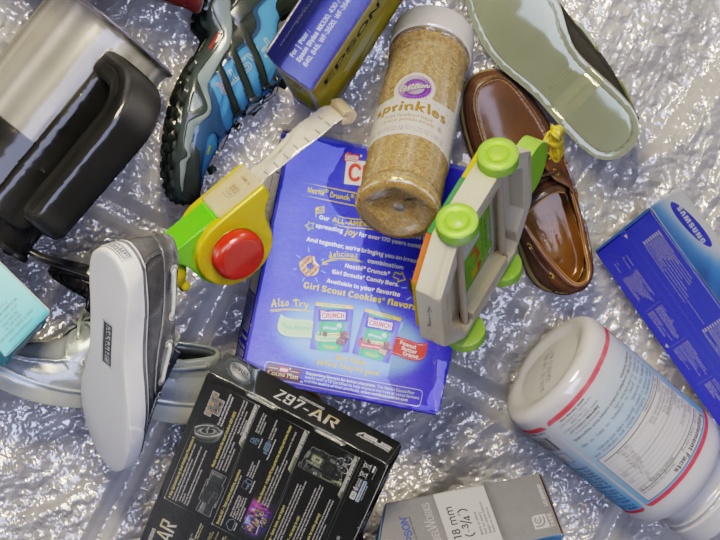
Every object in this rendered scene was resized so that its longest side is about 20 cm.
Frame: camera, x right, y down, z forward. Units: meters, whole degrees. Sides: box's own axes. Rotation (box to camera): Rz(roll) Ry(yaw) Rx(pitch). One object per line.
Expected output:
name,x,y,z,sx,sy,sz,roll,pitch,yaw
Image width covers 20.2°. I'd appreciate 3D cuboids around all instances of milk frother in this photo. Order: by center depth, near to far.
milk frother,-0.209,-0.083,1.569,0.188,0.180,0.200,-51,146,-2

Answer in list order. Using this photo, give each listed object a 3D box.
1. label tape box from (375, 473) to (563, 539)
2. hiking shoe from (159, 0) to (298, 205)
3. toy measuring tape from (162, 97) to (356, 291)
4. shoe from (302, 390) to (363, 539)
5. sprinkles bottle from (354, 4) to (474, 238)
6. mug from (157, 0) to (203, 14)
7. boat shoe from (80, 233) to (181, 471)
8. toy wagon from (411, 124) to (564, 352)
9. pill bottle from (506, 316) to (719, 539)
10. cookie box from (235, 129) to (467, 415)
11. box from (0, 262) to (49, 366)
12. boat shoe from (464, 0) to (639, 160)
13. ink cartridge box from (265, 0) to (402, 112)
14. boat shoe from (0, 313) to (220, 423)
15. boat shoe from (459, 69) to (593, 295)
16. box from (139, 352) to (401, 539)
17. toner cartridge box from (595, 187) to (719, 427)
label tape box,0.051,0.241,1.632,0.199,0.145,0.064,-10,56,-15
hiking shoe,-0.101,-0.144,1.596,0.086,0.074,0.201,16,89,-14
toy measuring tape,-0.075,-0.049,1.562,0.200,0.074,0.074,-40,102,-3
shoe,-0.045,0.188,1.665,0.070,0.053,0.201,-27,111,-46
sprinkles bottle,0.044,-0.118,1.578,0.068,0.068,0.201,24,48,-13
mug,-0.206,-0.278,1.517,0.199,0.178,0.134,10,94,-8
boat shoe,-0.168,0.061,1.534,0.068,0.072,0.201,-18,126,-35
toy wagon,0.100,-0.036,1.565,0.039,0.156,0.200,21,59,19
pill bottle,0.226,0.137,1.680,0.200,0.109,0.109,39,88,-17
cookie box,0.000,0.000,1.636,0.170,0.075,0.201,12,94,-11
box,-0.322,-0.017,1.516,0.200,0.082,0.049,44,76,-2
boat shoe,0.154,-0.177,1.657,0.072,0.061,0.202,-37,95,14
ink cartridge box,0.006,-0.220,1.550,0.047,0.200,0.198,34,89,2
boat shoe,-0.206,0.068,1.601,0.200,0.070,0.072,11,107,-19
boat shoe,0.144,-0.073,1.662,0.072,0.068,0.201,-26,101,-8
box,-0.078,0.189,1.597,0.160,0.044,0.201,26,113,8
toner cartridge box,0.285,0.039,1.659,0.043,0.095,0.200,-32,84,-32
